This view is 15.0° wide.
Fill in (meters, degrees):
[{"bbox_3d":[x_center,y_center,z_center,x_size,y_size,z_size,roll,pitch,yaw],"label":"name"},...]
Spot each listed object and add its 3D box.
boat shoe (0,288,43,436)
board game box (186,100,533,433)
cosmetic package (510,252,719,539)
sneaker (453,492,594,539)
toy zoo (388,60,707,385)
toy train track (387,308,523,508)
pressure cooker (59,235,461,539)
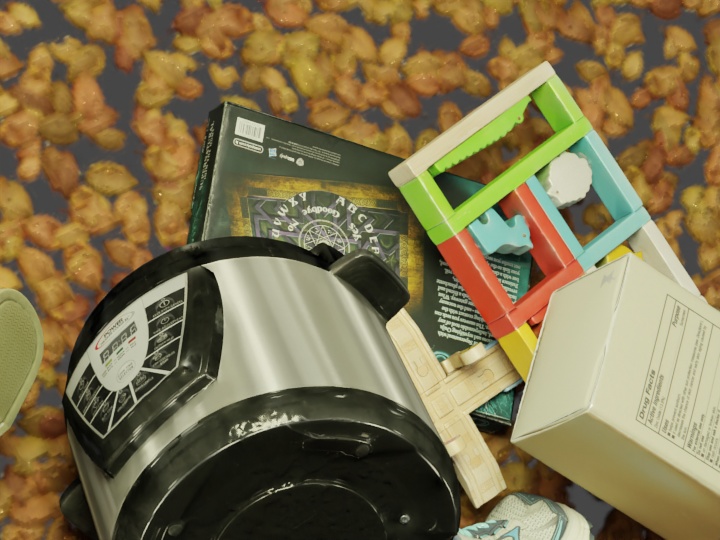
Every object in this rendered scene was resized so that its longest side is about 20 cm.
[{"bbox_3d":[-0.225,0.087,1.314,0.200,0.068,0.075,-58,134,-45],"label":"boat shoe"},{"bbox_3d":[0.000,0.000,1.495,0.200,0.028,0.136,17,70,-23],"label":"board game box"},{"bbox_3d":[0.186,0.089,1.456,0.200,0.071,0.105,34,55,-21],"label":"cosmetic package"},{"bbox_3d":[0.065,0.157,1.415,0.086,0.078,0.200,38,21,-8],"label":"sneaker"},{"bbox_3d":[0.114,-0.002,1.501,0.131,0.020,0.200,-36,94,-38],"label":"toy zoo"},{"bbox_3d":[0.080,0.051,1.488,0.200,0.033,0.115,-32,93,-31],"label":"toy train track"},{"bbox_3d":[-0.057,0.084,1.343,0.175,0.179,0.200,-4,34,-15],"label":"pressure cooker"}]
